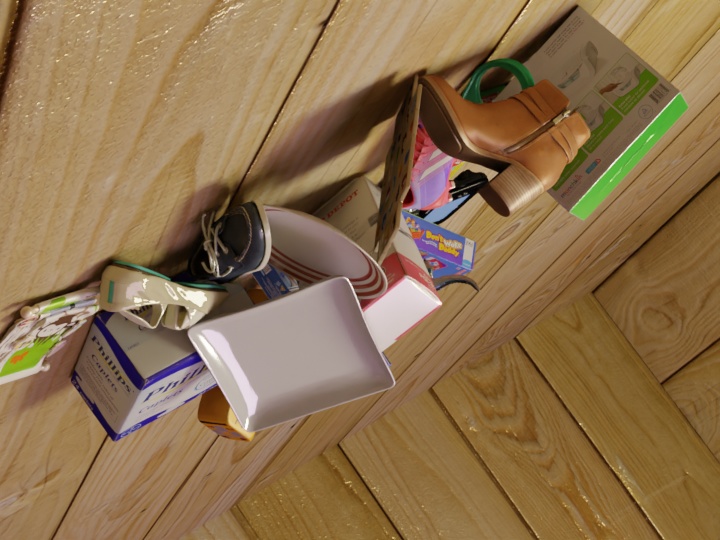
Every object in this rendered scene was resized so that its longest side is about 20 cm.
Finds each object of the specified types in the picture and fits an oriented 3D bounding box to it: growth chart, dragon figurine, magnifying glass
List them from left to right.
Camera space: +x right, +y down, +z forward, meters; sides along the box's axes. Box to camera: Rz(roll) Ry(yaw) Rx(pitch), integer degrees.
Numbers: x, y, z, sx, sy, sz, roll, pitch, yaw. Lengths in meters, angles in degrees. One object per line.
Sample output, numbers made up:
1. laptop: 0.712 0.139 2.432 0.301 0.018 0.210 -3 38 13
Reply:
1. growth chart: -0.355 0.075 1.540 0.145 0.018 0.200 -23 163 -48
2. dragon figurine: 0.056 0.036 1.840 0.059 0.200 0.100 -63 161 -72
3. magnifying glass: 0.134 -0.195 1.730 0.200 0.080 0.022 -32 180 36

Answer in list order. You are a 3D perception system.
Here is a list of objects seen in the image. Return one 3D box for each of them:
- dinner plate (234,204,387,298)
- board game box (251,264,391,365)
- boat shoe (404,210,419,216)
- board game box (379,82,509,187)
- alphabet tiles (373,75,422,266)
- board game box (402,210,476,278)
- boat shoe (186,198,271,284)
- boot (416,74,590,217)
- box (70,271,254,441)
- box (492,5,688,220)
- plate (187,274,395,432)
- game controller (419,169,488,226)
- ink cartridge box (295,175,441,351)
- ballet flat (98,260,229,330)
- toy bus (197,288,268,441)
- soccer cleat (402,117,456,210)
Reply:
1. dinner plate: -0.057 -0.027 1.607 0.200 0.200 0.024 107 9 -70
2. board game box: -0.052 0.063 1.871 0.034 0.200 0.135 -40 166 24
3. boat shoe: 0.054 -0.060 1.956 0.069 0.057 0.200 -25 176 -11
4. board game box: 0.121 -0.171 1.861 0.135 0.029 0.200 -23 162 -42
5. alphabet tiles: 0.042 -0.113 1.578 0.006 0.200 0.166 12 154 -8
6. board game box: 0.047 -0.014 1.926 0.134 0.045 0.200 23 152 -25
7. boat shoe: -0.150 -0.029 1.560 0.062 0.075 0.200 -6 171 -21
8. boot: 0.169 -0.181 1.624 0.155 0.200 0.077 -43 -175 -19
9. box: -0.242 0.099 1.728 0.184 0.105 0.200 -28 165 -31
10. box: 0.277 -0.197 1.754 0.200 0.176 0.097 -49 161 9
11. plate: -0.080 0.096 1.656 0.200 0.032 0.200 -19 132 6
12. game controller: 0.114 -0.092 2.058 0.104 0.042 0.200 -31 174 -25
13. ink cartridge box: 0.000 0.000 1.750 0.146 0.200 0.083 -39 132 17
14. ballet flat: -0.221 0.035 1.564 0.069 0.069 0.200 -40 153 20
15. toy bus: -0.151 0.126 1.894 0.065 0.078 0.200 0 -121 43
16. soccer cleat: 0.080 -0.143 1.713 0.076 0.067 0.200 -14 146 -10
